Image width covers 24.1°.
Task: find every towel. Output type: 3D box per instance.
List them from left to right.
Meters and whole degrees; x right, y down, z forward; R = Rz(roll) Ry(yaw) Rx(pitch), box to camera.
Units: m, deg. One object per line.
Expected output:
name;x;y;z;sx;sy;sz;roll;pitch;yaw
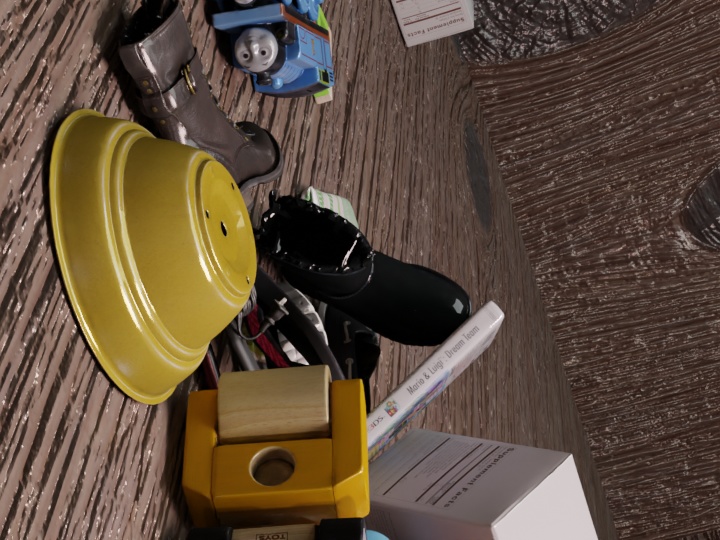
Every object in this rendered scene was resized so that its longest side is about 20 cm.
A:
towel;-0.019;-0.010;1.767;0.200;0.023;0.154;9;66;-77

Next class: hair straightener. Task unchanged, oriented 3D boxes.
hair straightener;-0.092;0.028;1.247;0.041;0.076;0.202;-122;-166;-86

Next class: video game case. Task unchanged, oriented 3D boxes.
video game case;0.051;0.109;1.502;0.024;0.182;0.200;46;-6;7

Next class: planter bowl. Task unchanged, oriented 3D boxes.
planter bowl;-0.122;-0.019;1.114;0.200;0.082;0.203;-14;90;-75

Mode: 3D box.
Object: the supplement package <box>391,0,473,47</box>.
supplement package;0.098;-0.477;2.659;0.117;0.116;0.202;-86;158;-59

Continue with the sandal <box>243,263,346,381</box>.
sandal;-0.070;0.044;1.302;0.200;0.045;0.075;47;-16;33

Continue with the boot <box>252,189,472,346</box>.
boot;0.001;-0.001;1.472;0.163;0.196;0.074;69;43;-75

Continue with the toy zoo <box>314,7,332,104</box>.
toy zoo;-0.073;-0.302;1.875;0.132;0.020;0.201;-92;163;-47

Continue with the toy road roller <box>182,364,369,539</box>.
toy road roller;-0.053;0.179;1.159;0.147;0.121;0.202;82;4;-49

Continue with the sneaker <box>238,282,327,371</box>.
sneaker;-0.056;0.112;1.369;0.085;0.074;0.203;111;-33;-78

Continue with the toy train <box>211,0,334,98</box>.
toy train;-0.081;-0.228;1.600;0.200;0.086;0.116;-1;82;-78

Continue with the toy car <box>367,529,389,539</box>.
toy car;0.079;0.313;1.391;0.185;0.198;0.178;-86;158;-58

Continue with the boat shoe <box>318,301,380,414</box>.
boat shoe;-0.010;0.079;1.573;0.201;0.060;0.075;-74;147;-60

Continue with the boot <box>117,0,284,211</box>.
boot;-0.125;-0.136;1.309;0.200;0.068;0.176;-72;146;-65

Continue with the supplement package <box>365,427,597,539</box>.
supplement package;0.098;0.232;1.516;0.119;0.199;0.122;-35;116;-36
